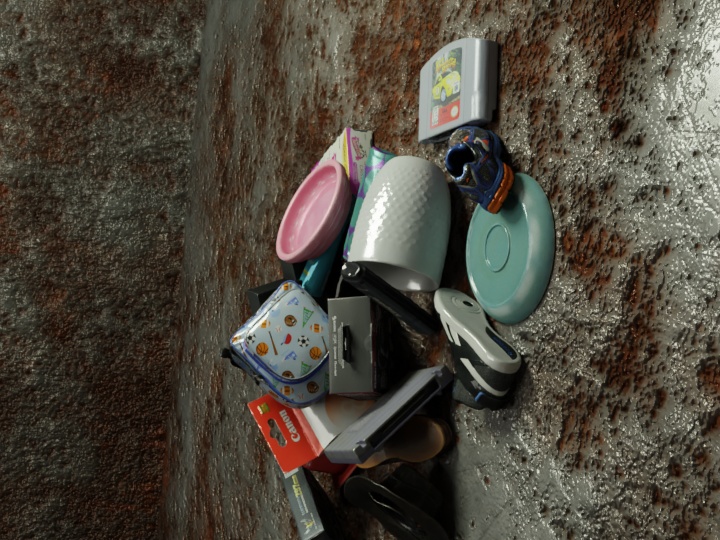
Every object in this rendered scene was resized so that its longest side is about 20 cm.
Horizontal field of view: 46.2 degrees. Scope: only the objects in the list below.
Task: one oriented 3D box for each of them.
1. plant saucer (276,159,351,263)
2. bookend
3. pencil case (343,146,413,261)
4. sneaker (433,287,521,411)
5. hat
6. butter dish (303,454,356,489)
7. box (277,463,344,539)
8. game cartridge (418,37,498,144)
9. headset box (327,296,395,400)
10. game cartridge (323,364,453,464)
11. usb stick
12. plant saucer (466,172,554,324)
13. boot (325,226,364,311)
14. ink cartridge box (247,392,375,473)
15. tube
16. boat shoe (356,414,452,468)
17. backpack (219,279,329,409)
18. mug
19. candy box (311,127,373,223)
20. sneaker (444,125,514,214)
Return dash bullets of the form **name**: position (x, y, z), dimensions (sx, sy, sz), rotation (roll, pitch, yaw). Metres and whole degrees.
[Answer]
- **plant saucer**: position (-0.078, -0.100, 1.522), dimensions (0.200, 0.050, 0.203), rotation (-42, 32, 33)
- **bookend**: position (-0.140, 0.018, 1.640), dimensions (0.092, 0.197, 0.203), rotation (11, 117, 65)
- **pencil case**: position (0.033, -0.100, 1.418), dimensions (0.084, 0.091, 0.204), rotation (18, 93, 50)
- **sneaker**: position (0.142, 0.117, 1.178), dimensions (0.201, 0.072, 0.114), rotation (-124, 45, -54)
- **hat**: position (0.069, 0.343, 1.278), dimensions (0.081, 0.200, 0.200), rotation (-54, 10, -27)
- **butter dish**: position (-0.080, 0.287, 1.591), dimensions (0.201, 0.145, 0.203), rotation (122, 144, -47)
- **box**: position (-0.083, 0.467, 1.591), dimensions (0.159, 0.050, 0.201), rotation (61, 180, -38)
- **game cartridge**: position (0.143, -0.275, 1.284), dimensions (0.199, 0.040, 0.136), rotation (173, 103, -67)
- **headset box**: position (0.002, 0.130, 1.380), dimensions (0.200, 0.075, 0.153), rotation (36, -129, -72)
- **game cartridge**: position (0.042, 0.220, 1.281), dimensions (0.039, 0.199, 0.129), rotation (52, 155, -1)
- **usb stick**: position (0.047, 0.044, 1.277), dimensions (0.055, 0.199, 0.033), rotation (20, 77, 51)
- **plant saucer**: position (0.193, -0.031, 1.140), dimensions (0.199, 0.027, 0.205), rotation (-176, 90, -67)
- **boot**: position (-0.002, -0.001, 1.532), dimensions (0.157, 0.078, 0.216), rotation (147, 123, -62)
- **ink cartridge box**: position (-0.085, 0.241, 1.503), dimensions (0.163, 0.197, 0.051), rotation (54, 159, 33)
- **tube**: position (-0.057, -0.053, 1.546), dimensions (0.077, 0.050, 0.203), rotation (42, 112, 59)
- **boat shoe**: position (0.071, 0.264, 1.325), dimensions (0.198, 0.069, 0.072), rotation (-20, 80, 44)
- **backpack**: position (-0.112, 0.135, 1.460), dimensions (0.200, 0.191, 0.154), rotation (-45, 2, -13)
- **mug**: position (0.070, -0.068, 1.315), dimensions (0.200, 0.144, 0.179), rotation (70, -147, -74)
- **candy box**: position (-0.036, -0.173, 1.661), dimensions (0.200, 0.060, 0.140), rotation (142, 127, -60)
- **sneaker**: position (0.151, -0.155, 1.157), dimensions (0.076, 0.077, 0.201), rotation (-58, 21, 20)
